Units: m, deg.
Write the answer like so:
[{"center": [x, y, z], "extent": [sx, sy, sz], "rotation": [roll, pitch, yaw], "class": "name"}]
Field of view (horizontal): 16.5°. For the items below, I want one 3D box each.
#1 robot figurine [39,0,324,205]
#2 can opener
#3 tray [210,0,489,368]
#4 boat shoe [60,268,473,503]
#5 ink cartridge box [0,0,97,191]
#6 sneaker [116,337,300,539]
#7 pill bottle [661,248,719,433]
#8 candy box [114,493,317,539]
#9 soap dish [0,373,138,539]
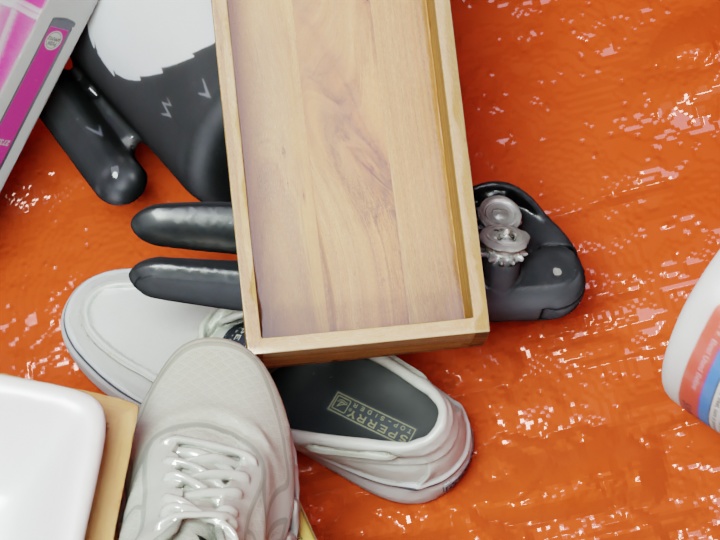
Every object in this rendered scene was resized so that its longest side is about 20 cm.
[{"center": [-0.064, -0.110, 1.127], "extent": [0.150, 0.125, 0.200], "rotation": [-25, 61, -33], "class": "robot figurine"}, {"center": [0.000, 0.000, 1.063], "extent": [0.199, 0.079, 0.064], "rotation": [1, 47, -15], "class": "can opener"}, {"center": [-0.008, -0.064, 1.029], "extent": [0.098, 0.037, 0.201], "rotation": [-5, 78, -4], "class": "tray"}, {"center": [-0.046, 0.043, 1.090], "extent": [0.199, 0.066, 0.072], "rotation": [25, 72, 18], "class": "boat shoe"}, {"center": [-0.195, -0.067, 1.123], "extent": [0.095, 0.037, 0.200], "rotation": [38, 109, 33], "class": "ink cartridge box"}, {"center": [-0.060, 0.102, 0.917], "extent": [0.075, 0.081, 0.201], "rotation": [9, 53, -3], "class": "sneaker"}, {"center": [0.232, 0.058, 1.015], "extent": [0.200, 0.112, 0.112], "rotation": [35, 76, 21], "class": "pill bottle"}, {"center": [-0.120, 0.149, 0.997], "extent": [0.199, 0.117, 0.057], "rotation": [-18, 66, -18], "class": "candy box"}, {"center": [-0.174, 0.128, 0.885], "extent": [0.157, 0.081, 0.201], "rotation": [11, 62, -3], "class": "soap dish"}]
